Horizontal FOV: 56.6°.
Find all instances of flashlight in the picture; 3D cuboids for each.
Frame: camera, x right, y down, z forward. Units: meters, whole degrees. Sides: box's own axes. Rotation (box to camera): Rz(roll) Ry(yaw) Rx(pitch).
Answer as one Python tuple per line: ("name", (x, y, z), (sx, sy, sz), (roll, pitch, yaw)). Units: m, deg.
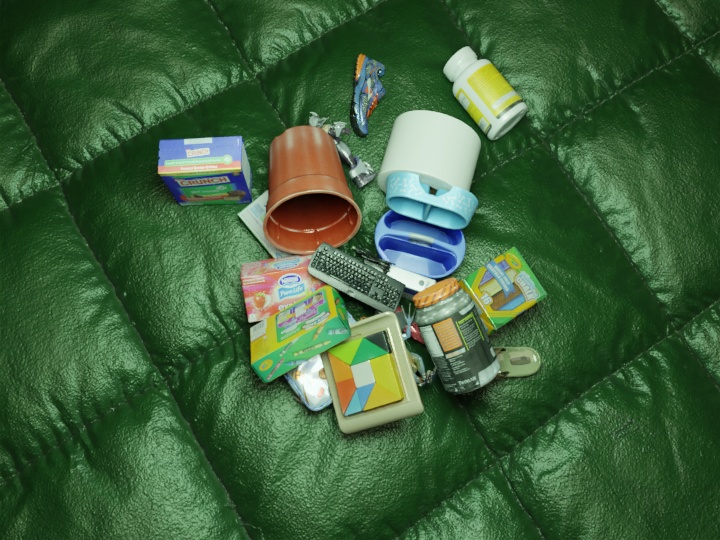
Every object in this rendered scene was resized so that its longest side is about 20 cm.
("flashlight", (0.117, 0.132, 1.409), (0.197, 0.068, 0.069), (29, 75, 5))

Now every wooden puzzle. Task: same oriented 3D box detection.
("wooden puzzle", (0.012, 0.201, 1.291), (0.182, 0.037, 0.204), (-21, 84, 24))

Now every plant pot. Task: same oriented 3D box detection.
("plant pot", (-0.108, -0.172, 1.366), (0.196, 0.202, 0.199), (-7, 57, -5))

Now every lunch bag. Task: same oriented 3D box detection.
("lunch bag", (-0.067, 0.191, 1.382), (0.199, 0.076, 0.161), (-38, 84, -11))

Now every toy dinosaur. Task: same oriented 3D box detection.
("toy dinosaur", (0.064, 0.174, 1.355), (0.179, 0.104, 0.203), (29, 118, 24))

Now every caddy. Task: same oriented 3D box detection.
("caddy", (0.126, -0.056, 1.436), (0.196, 0.105, 0.144), (14, 74, 1))

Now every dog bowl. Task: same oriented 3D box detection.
("dog bowl", (0.142, -0.140, 1.373), (0.196, 0.112, 0.051), (16, 71, 2))

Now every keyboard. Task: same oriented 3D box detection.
("keyboard", (0.000, 0.000, 1.330), (0.197, 0.040, 0.106), (27, 67, -7))

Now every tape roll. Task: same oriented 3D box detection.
("tape roll", (0.147, -0.228, 1.434), (0.198, 0.203, 0.142), (17, 74, 2))

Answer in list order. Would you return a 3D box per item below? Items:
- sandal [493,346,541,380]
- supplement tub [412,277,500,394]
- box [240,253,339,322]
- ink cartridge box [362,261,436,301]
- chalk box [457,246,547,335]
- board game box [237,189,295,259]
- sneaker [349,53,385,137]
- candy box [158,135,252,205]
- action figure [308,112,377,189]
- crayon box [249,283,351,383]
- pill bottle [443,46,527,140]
("sandal", (0.287, 0.195, 1.406), (0.196, 0.057, 0.082), (-11, 76, -6))
("supplement tub", (0.184, 0.126, 1.308), (0.121, 0.122, 0.203), (-25, 95, -9))
("box", (-0.145, 0.030, 1.390), (0.195, 0.096, 0.102), (-9, 109, -5))
("ink cartridge box", (0.093, 0.029, 1.417), (0.196, 0.100, 0.040), (21, 75, 2))
("chalk box", (0.293, 0.046, 1.399), (0.198, 0.125, 0.125), (-27, 77, -24))
("board game box", (-0.148, -0.125, 1.474), (0.199, 0.040, 0.154), (-40, 81, -12))
("sneaker", (0.019, -0.404, 1.539), (0.077, 0.075, 0.205), (6, 77, -5))
("candy box", (-0.319, -0.204, 1.404), (0.165, 0.200, 0.079), (-3, 75, -3))
("action figure", (-0.046, -0.272, 1.478), (0.069, 0.130, 0.200), (-43, 97, -8))
("crayon box", (-0.121, 0.121, 1.312), (0.197, 0.120, 0.059), (-29, 122, 7))
("pill bottle", (0.281, -0.409, 1.532), (0.110, 0.111, 0.201), (-35, 81, -11))
